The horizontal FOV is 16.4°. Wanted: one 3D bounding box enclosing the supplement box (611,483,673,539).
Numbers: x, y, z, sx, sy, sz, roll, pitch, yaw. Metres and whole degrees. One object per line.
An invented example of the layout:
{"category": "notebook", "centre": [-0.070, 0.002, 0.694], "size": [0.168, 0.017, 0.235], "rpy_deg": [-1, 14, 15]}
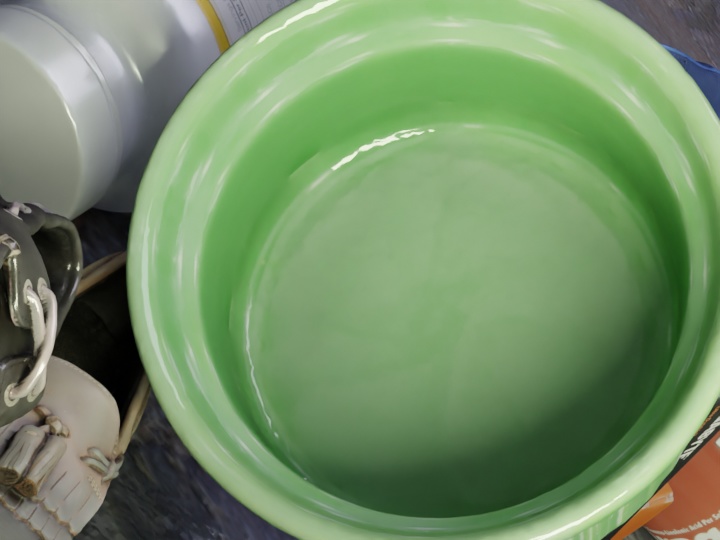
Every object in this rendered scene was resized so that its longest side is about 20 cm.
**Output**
{"category": "supplement box", "centre": [0.062, 0.044, 1.182], "size": [0.200, 0.069, 0.067], "rpy_deg": [59, 19, 13]}

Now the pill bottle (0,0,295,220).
{"category": "pill bottle", "centre": [-0.076, -0.090, 0.953], "size": [0.112, 0.112, 0.200], "rpy_deg": [52, 43, 0]}

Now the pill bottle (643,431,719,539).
{"category": "pill bottle", "centre": [0.180, 0.089, 1.309], "size": [0.200, 0.112, 0.112], "rpy_deg": [44, 20, -23]}

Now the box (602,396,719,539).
{"category": "box", "centre": [0.057, 0.016, 1.032], "size": [0.050, 0.199, 0.200], "rpy_deg": [-18, 67, -34]}

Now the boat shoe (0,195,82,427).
{"category": "boat shoe", "centre": [-0.103, 0.007, 0.704], "size": [0.057, 0.067, 0.200], "rpy_deg": [9, 9, -10]}

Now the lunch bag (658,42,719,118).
{"category": "lunch bag", "centre": [0.117, -0.063, 1.365], "size": [0.136, 0.133, 0.200], "rpy_deg": [15, 4, 24]}

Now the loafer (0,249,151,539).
{"category": "loafer", "centre": [-0.102, 0.041, 0.796], "size": [0.072, 0.063, 0.200], "rpy_deg": [47, 19, -11]}

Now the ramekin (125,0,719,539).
{"category": "ramekin", "centre": [0.029, 0.009, 0.830], "size": [0.200, 0.200, 0.098], "rpy_deg": [59, -3, 19]}
